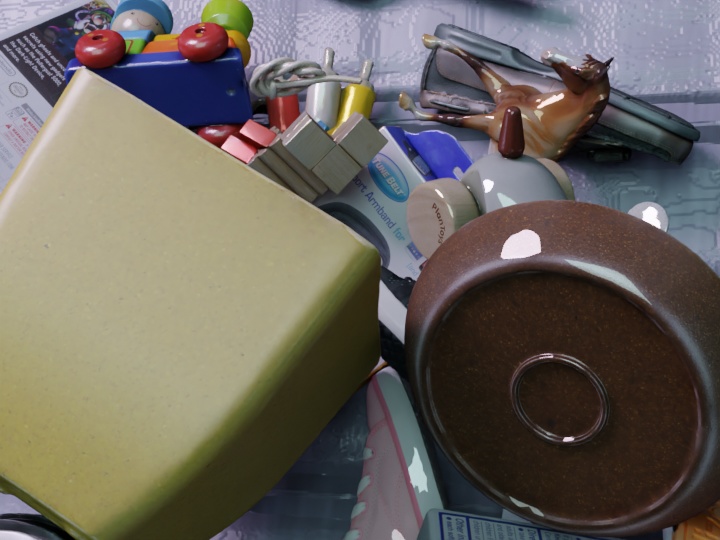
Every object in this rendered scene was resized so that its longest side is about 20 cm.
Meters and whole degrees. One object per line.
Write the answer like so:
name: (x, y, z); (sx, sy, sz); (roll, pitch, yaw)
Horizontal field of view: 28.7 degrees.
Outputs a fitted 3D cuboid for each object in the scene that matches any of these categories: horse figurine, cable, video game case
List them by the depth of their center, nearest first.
horse figurine: (0.083, -0.063, 0.920); (0.132, 0.050, 0.201); (19, 115, 16)
cable: (-0.036, -0.055, 0.969); (0.097, 0.050, 0.201); (-1, 72, -3)
video game case: (-0.199, -0.101, 0.996); (0.181, 0.023, 0.200); (-32, 66, -30)

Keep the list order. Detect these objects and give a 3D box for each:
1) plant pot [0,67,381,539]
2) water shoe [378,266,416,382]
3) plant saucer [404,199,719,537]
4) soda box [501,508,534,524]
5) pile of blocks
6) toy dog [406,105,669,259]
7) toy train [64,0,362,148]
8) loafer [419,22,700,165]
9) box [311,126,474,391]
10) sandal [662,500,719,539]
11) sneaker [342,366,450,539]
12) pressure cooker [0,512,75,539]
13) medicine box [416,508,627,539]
plant pot: (-0.122, 0.051, 0.784); (0.194, 0.196, 0.200); (31, 73, 12)
water shoe: (0.073, 0.047, 0.847); (0.200, 0.072, 0.079); (41, 74, 18)
plant saucer: (0.109, 0.062, 0.739); (0.199, 0.034, 0.201); (12, 119, 21)
soda box: (0.135, 0.090, 0.879); (0.063, 0.068, 0.201); (7, 77, 17)
pile of blocks: (-0.068, -0.067, 0.910); (0.200, 0.062, 0.082); (-29, 27, 38)
toy dog: (0.118, -0.020, 0.799); (0.200, 0.097, 0.132); (30, 43, 25)
toy train: (-0.092, -0.148, 0.970); (0.199, 0.085, 0.116); (-3, 38, 8)
loafer: (0.129, -0.105, 0.948); (0.199, 0.072, 0.063); (28, 102, 26)
box: (0.000, 0.000, 0.913); (0.200, 0.041, 0.119); (-41, 82, 21)
sandal: (0.210, 0.139, 0.788); (0.079, 0.207, 0.059); (18, 116, 6)
sneaker: (0.008, 0.166, 0.881); (0.104, 0.075, 0.201); (-15, 80, 6)
pressure cooker: (-0.195, 0.235, 0.848); (0.178, 0.200, 0.176); (35, 87, 21)
medicine box: (0.124, 0.233, 0.743); (0.199, 0.182, 0.103); (11, 116, -6)
